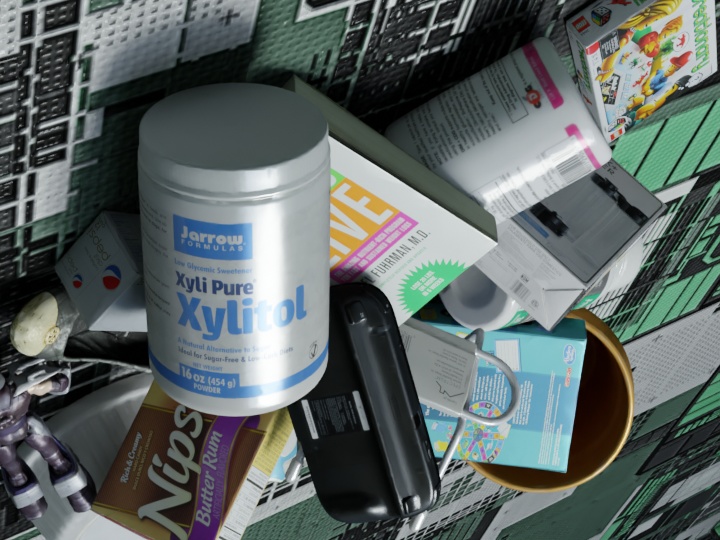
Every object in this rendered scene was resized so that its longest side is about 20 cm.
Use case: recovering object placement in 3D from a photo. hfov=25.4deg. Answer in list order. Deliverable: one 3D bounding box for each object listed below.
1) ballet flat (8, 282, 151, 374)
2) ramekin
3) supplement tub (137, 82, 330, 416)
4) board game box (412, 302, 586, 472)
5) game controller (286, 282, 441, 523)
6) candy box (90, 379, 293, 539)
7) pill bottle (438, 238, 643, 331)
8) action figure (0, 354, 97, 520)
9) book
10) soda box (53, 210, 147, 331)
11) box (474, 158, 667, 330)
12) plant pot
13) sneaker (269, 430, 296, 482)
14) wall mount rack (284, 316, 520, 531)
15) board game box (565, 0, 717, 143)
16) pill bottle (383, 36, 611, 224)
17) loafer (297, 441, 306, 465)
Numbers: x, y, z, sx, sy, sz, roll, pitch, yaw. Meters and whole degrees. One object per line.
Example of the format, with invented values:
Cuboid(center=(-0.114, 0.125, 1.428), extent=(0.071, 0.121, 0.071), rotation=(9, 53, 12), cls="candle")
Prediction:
Cuboid(center=(-0.196, 0.047, 1.244), extent=(0.067, 0.057, 0.200), rotation=(-58, 153, 13), cls="ballet flat")
Cuboid(center=(-0.213, 0.187, 1.457), extent=(0.202, 0.094, 0.203), rotation=(-28, 156, -14), cls="ramekin")
Cuboid(center=(-0.086, -0.013, 1.104), extent=(0.132, 0.132, 0.201), rotation=(-20, 128, -28), cls="supplement tub")
Cuboid(center=(0.114, 0.113, 1.581), extent=(0.199, 0.047, 0.152), rotation=(7, 115, 3), cls="board game box")
Cuboid(center=(-0.006, 0.107, 1.254), extent=(0.104, 0.201, 0.042), rotation=(-8, -162, 25), cls="game controller")
Cuboid(center=(-0.127, 0.136, 1.335), extent=(0.200, 0.116, 0.056), rotation=(-63, 158, -12), cls="candy box")
Cuboid(center=(0.176, -0.012, 1.550), extent=(0.200, 0.113, 0.113), rotation=(-12, 149, -40), cls="pill bottle")
Cuboid(center=(-0.281, 0.127, 1.283), extent=(0.130, 0.069, 0.200), rotation=(-20, 139, -5), cls="action figure")
Cuboid(center=(-0.014, -0.041, 1.208), extent=(0.200, 0.048, 0.134), rotation=(31, 124, -27), cls="book")
Cuboid(center=(-0.137, 0.005, 1.242), extent=(0.068, 0.064, 0.200), rotation=(-44, 154, 24), cls="soda box")
Cuboid(center=(0.182, -0.041, 1.425), extent=(0.200, 0.117, 0.060), rotation=(-36, 166, -52), cls="box")
Cuboid(center=(0.193, 0.110, 1.708), extent=(0.200, 0.200, 0.183), rotation=(-41, -176, 18), cls="plant pot")
Cuboid(center=(-0.100, 0.156, 1.495), extent=(0.076, 0.081, 0.200), rotation=(-2, 178, -5), cls="sneaker")
Cuboid(center=(0.026, 0.108, 1.320), extent=(0.199, 0.174, 0.075), rotation=(23, 151, -13), cls="wall mount rack")
Cuboid(center=(0.248, -0.194, 1.388), extent=(0.126, 0.035, 0.200), rotation=(-34, 157, 1), cls="board game box")
Cuboid(center=(0.088, -0.090, 1.273), extent=(0.200, 0.114, 0.113), rotation=(-29, 158, 10), cls="pill bottle")
Cuboid(center=(0.001, 0.125, 1.655), extent=(0.200, 0.070, 0.070), rotation=(-41, 152, -2), cls="loafer")
